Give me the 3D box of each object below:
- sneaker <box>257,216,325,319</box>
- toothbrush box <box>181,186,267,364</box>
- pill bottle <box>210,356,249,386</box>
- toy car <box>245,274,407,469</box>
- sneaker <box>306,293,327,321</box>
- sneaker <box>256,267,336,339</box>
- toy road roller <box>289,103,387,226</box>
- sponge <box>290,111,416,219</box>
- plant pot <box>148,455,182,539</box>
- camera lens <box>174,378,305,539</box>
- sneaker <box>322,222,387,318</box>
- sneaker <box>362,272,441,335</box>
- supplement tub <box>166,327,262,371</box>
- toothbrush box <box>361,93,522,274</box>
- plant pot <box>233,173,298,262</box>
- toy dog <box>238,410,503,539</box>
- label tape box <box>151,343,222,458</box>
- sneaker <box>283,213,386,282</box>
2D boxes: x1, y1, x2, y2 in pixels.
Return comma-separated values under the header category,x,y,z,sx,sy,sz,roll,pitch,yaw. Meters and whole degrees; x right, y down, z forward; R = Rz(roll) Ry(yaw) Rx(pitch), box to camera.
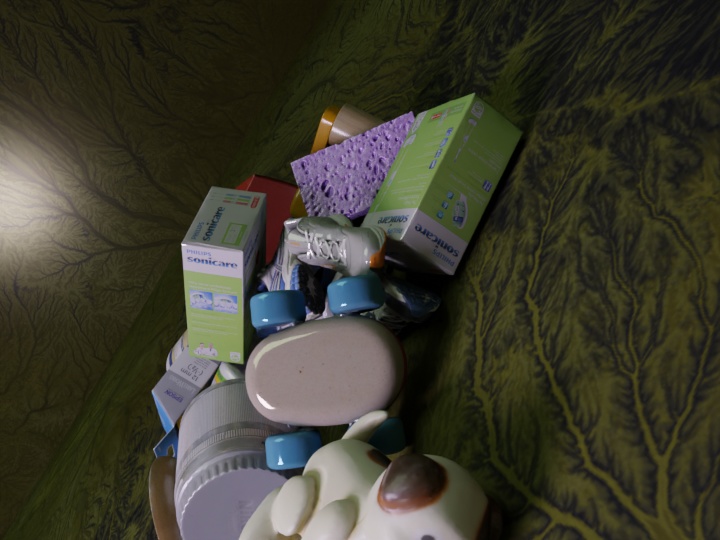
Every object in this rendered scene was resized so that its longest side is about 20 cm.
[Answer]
category,x,y,z,sx,sy,sz,roll,pitch,yaw
sneaker,-0.105,0.001,0.945,0.085,0.077,0.201,-29,32,16
toothbrush box,-0.187,0.007,0.972,0.146,0.085,0.202,-80,-4,-53
pill bottle,-0.191,0.237,1.011,0.201,0.110,0.111,-64,20,9
toy car,-0.024,0.118,0.804,0.200,0.175,0.186,34,-134,-76
sneaker,-0.104,0.088,1.026,0.200,0.115,0.076,-44,26,34
sneaker,-0.105,0.033,1.069,0.200,0.089,0.079,-48,66,21
toy road roller,-0.034,-0.144,1.078,0.146,0.122,0.201,-56,-10,-55
sponge,0.007,-0.142,1.001,0.198,0.113,0.030,-21,-12,11
plant pot,-0.212,0.328,0.881,0.027,0.201,0.200,-24,25,-1
camera lens,-0.147,0.242,0.853,0.161,0.159,0.200,-54,22,11
sneaker,0.000,0.000,0.983,0.080,0.070,0.201,-17,38,57
sneaker,0.037,0.051,0.847,0.200,0.076,0.086,-157,88,-76
supplement tub,-0.238,0.130,1.224,0.200,0.144,0.145,-49,23,24
toothbrush box,0.093,-0.104,0.866,0.201,0.086,0.145,-62,21,-11
plant pot,-0.180,-0.069,1.320,0.199,0.175,0.201,-15,48,60
toy dog,0.025,0.213,0.581,0.199,0.140,0.195,-21,28,52
label tape box,-0.263,0.196,1.042,0.201,0.066,0.144,-54,-12,-32
sneaker,-0.037,-0.025,0.829,0.200,0.091,0.077,-155,69,-65
